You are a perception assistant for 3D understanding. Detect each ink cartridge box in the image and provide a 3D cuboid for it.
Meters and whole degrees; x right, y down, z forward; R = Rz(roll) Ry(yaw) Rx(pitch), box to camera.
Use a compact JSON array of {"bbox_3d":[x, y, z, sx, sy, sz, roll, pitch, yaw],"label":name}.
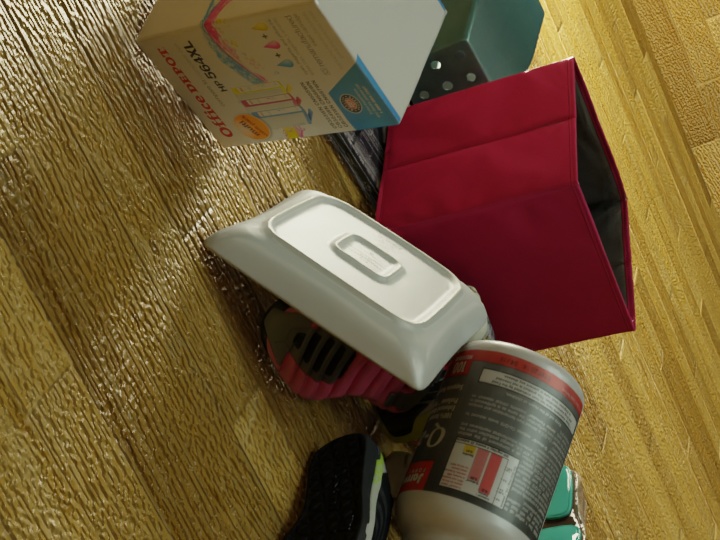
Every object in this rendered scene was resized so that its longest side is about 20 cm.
[{"bbox_3d":[-0.061,-0.186,1.092,0.129,0.198,0.126,51,48,-38],"label":"ink cartridge box"}]

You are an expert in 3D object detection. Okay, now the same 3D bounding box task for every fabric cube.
[{"bbox_3d":[0.145,-0.053,1.396,0.201,0.197,0.197,-82,150,-46],"label":"fabric cube"}]

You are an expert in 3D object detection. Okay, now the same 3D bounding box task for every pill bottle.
[{"bbox_3d":[0.094,0.167,1.121,0.116,0.115,0.202,48,56,-42],"label":"pill bottle"}]

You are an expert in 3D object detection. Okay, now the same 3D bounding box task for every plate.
[{"bbox_3d":[0.000,0.000,1.125,0.198,0.033,0.200,33,22,10],"label":"plate"}]

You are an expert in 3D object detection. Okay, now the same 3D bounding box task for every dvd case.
[{"bbox_3d":[0.008,-0.157,1.424,0.149,0.016,0.201,55,28,-34],"label":"dvd case"}]

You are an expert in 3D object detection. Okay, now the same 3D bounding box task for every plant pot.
[{"bbox_3d":[0.106,-0.259,1.570,0.142,0.140,0.201,56,30,-31],"label":"plant pot"}]

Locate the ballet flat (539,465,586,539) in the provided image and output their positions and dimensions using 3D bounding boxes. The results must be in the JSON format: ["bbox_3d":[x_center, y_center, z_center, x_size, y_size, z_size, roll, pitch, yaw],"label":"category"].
[{"bbox_3d":[0.209,0.283,1.480,0.200,0.067,0.068,-63,136,-57],"label":"ballet flat"}]

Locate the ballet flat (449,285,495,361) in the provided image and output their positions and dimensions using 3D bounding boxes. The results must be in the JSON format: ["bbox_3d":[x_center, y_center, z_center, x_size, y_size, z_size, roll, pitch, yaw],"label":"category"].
[{"bbox_3d":[0.067,0.034,1.276,0.199,0.072,0.073,23,49,-36],"label":"ballet flat"}]

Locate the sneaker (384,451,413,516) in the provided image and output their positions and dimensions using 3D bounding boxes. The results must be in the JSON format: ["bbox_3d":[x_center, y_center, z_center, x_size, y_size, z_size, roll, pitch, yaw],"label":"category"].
[{"bbox_3d":[0.093,0.231,1.243,0.201,0.080,0.076,58,24,-31],"label":"sneaker"}]

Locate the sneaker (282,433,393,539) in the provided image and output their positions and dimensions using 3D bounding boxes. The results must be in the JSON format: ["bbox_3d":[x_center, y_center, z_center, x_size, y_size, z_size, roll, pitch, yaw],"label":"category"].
[{"bbox_3d":[-0.005,0.202,1.055,0.083,0.071,0.201,63,25,-23],"label":"sneaker"}]

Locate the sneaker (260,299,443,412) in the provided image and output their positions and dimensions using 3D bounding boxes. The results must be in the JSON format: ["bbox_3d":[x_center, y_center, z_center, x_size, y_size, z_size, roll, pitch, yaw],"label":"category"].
[{"bbox_3d":[-0.019,0.053,1.156,0.199,0.079,0.096,25,20,-50],"label":"sneaker"}]

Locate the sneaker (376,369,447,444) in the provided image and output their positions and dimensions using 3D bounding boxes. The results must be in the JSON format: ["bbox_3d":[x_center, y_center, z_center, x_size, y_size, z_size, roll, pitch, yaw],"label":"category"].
[{"bbox_3d":[0.079,0.139,1.287,0.199,0.077,0.091,-9,89,-64],"label":"sneaker"}]
